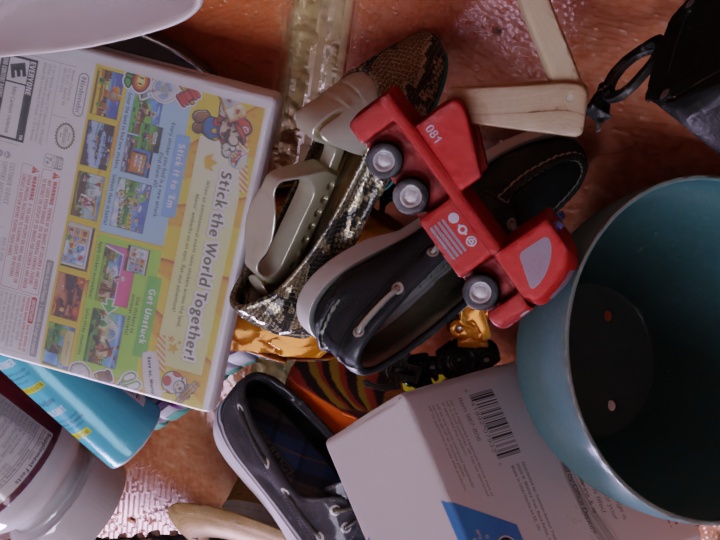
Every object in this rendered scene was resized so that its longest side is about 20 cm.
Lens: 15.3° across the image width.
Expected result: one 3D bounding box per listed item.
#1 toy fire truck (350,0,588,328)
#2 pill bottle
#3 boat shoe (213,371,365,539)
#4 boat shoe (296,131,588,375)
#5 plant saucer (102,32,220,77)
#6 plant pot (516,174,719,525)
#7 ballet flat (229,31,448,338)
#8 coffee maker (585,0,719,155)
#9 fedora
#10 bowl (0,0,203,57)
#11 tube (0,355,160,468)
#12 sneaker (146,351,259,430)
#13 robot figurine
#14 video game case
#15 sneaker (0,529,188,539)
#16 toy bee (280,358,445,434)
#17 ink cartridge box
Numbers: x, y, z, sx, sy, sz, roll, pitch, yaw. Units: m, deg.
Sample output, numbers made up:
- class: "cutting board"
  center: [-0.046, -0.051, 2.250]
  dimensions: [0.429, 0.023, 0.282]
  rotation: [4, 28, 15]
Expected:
- class: "toy fire truck"
  center: [0.074, -0.084, 1.474]
  dimensions: [0.141, 0.049, 0.200]
  rotation: [-35, 95, 13]
- class: "pill bottle"
  center: [-0.265, 0.114, 1.864]
  dimensions: [0.200, 0.110, 0.109]
  rotation: [40, 135, -23]
- class: "boat shoe"
  center: [-0.016, 0.143, 1.724]
  dimensions: [0.200, 0.070, 0.066]
  rotation: [50, 148, 16]
- class: "boat shoe"
  center: [0.060, -0.008, 1.554]
  dimensions: [0.060, 0.200, 0.076]
  rotation: [46, 168, 38]
- class: "plant saucer"
  center: [-0.151, -0.088, 1.659]
  dimensions: [0.200, 0.032, 0.200]
  rotation: [10, 139, 9]
- class: "plant pot"
  center: [0.170, 0.051, 1.587]
  dimensions: [0.200, 0.200, 0.135]
  rotation: [38, 159, -20]
- class: "ballet flat"
  center: [-0.019, -0.052, 1.550]
  dimensions: [0.075, 0.068, 0.200]
  rotation: [15, 109, -36]
- class: "coffee maker"
  center: [0.265, -0.079, 1.456]
  dimensions: [0.200, 0.135, 0.192]
  rotation: [41, 160, -21]
- class: "fedora"
  center: [-0.032, 0.174, 1.841]
  dimensions: [0.200, 0.082, 0.201]
  rotation: [20, 166, 5]
- class: "bowl"
  center: [-0.189, -0.221, 1.496]
  dimensions: [0.200, 0.075, 0.200]
  rotation: [-6, 133, 28]
- class: "tube"
  center: [-0.217, 0.047, 1.716]
  dimensions: [0.200, 0.050, 0.077]
  rotation: [41, 153, -16]
- class: "sneaker"
  center: [-0.115, 0.035, 1.763]
  dimensions: [0.200, 0.074, 0.088]
  rotation: [-34, 105, 32]
- class: "robot figurine"
  center: [0.000, 0.000, 1.637]
  dimensions: [0.199, 0.058, 0.145]
  rotation: [3, 111, -4]
- class: "video game case"
  center: [-0.153, -0.032, 1.603]
  dimensions: [0.182, 0.023, 0.200]
  rotation: [15, 106, 8]
- class: "sneaker"
  center: [-0.188, 0.211, 1.974]
  dimensions: [0.200, 0.146, 0.081]
  rotation: [-17, 126, -23]
- class: "toy bee"
  center: [0.049, 0.114, 1.769]
  dimensions: [0.200, 0.109, 0.131]
  rotation: [52, 144, 0]
- class: "ink cartridge box"
  center: [0.097, 0.135, 1.650]
  dimensions: [0.084, 0.200, 0.145]
  rotation: [-33, 75, 44]
